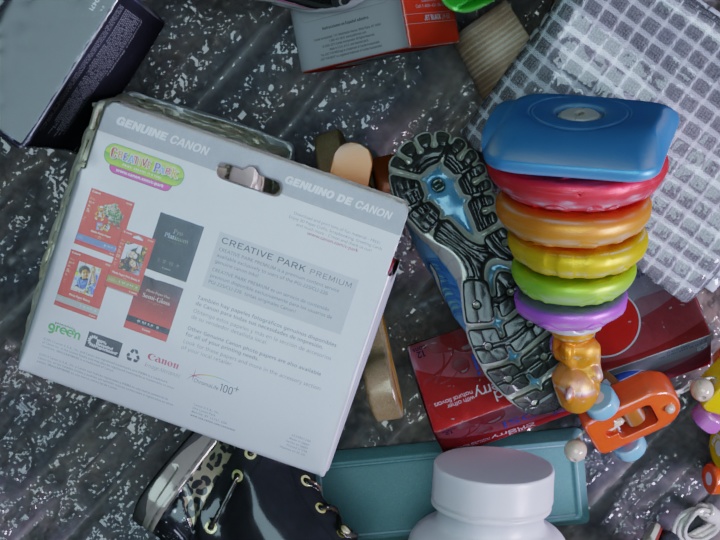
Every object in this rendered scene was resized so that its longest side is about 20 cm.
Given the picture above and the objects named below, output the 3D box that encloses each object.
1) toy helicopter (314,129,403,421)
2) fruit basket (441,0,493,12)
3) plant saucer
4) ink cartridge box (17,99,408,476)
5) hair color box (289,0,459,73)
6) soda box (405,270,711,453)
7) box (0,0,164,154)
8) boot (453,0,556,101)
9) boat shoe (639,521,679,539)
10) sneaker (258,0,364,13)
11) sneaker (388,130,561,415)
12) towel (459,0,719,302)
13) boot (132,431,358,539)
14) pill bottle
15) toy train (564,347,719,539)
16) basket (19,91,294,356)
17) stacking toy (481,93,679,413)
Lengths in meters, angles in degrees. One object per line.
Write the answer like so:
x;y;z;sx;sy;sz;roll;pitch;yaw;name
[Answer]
0.000;0.000;1.121;0.079;0.132;0.201;-13;72;2;toy helicopter
0.056;-0.257;1.024;0.155;0.216;0.216;-23;93;24;fruit basket
0.063;0.157;1.210;0.199;0.019;0.070;-5;94;3;plant saucer
-0.084;0.006;1.040;0.199;0.084;0.176;20;99;2;ink cartridge box
-0.005;-0.242;1.138;0.101;0.061;0.201;-7;96;40;hair color box
0.138;0.059;1.167;0.199;0.063;0.070;-20;66;4;soda box
-0.250;-0.180;1.103;0.200;0.198;0.123;34;92;-1;box
0.180;-0.148;1.160;0.200;0.074;0.155;-34;92;15;boot
0.189;0.274;1.185;0.062;0.071;0.201;22;101;15;boat shoe
-0.077;-0.204;1.109;0.199;0.086;0.081;3;103;37;sneaker
0.087;0.001;1.125;0.078;0.090;0.201;-27;86;-3;sneaker
0.189;-0.094;1.088;0.200;0.086;0.166;36;104;1;towel
-0.037;0.142;1.162;0.154;0.074;0.204;42;79;8;boot
0.085;0.228;1.155;0.111;0.111;0.201;3;103;1;pill bottle
0.224;0.104;1.151;0.150;0.056;0.200;-30;136;13;toy train
-0.138;-0.011;1.150;0.135;0.123;0.201;18;95;1;basket
0.132;-0.003;1.036;0.109;0.116;0.201;5;116;16;stacking toy
